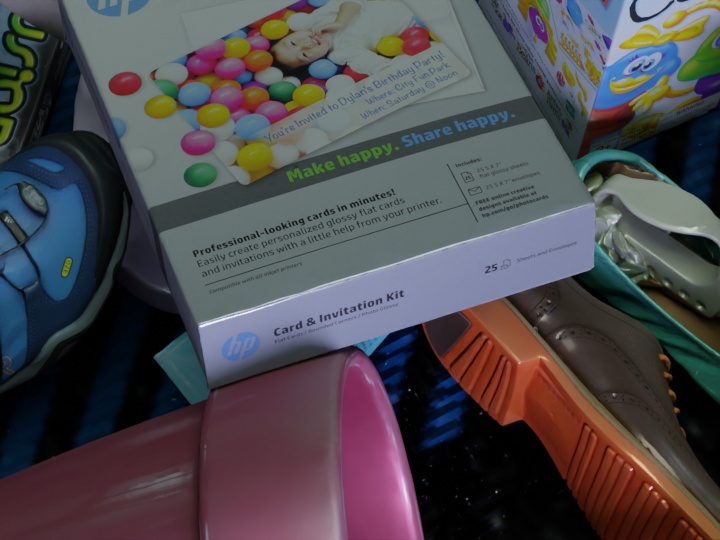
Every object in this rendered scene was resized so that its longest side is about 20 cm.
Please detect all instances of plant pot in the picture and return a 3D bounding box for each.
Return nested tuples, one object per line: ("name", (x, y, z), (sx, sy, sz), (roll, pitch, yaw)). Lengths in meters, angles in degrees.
("plant pot", (-0.071, 0.140, 0.888), (0.179, 0.200, 0.200), (-10, 64, 9))

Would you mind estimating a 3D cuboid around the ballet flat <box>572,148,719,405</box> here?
("ballet flat", (0.162, 0.015, 1.020), (0.200, 0.070, 0.067), (36, 67, 13))

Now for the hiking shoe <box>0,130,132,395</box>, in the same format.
("hiking shoe", (-0.170, 0.024, 0.944), (0.074, 0.087, 0.200), (43, 98, 13))

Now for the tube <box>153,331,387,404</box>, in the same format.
("tube", (0.000, 0.000, 1.025), (0.200, 0.050, 0.077), (-45, 109, -22))

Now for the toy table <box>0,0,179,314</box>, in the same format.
("toy table", (-0.067, -0.094, 1.033), (0.183, 0.117, 0.200), (-1, 65, -4))

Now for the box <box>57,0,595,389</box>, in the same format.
("box", (-0.018, -0.060, 0.904), (0.156, 0.041, 0.200), (-16, 49, -11))

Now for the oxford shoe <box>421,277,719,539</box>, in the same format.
("oxford shoe", (0.117, 0.062, 0.996), (0.073, 0.071, 0.200), (-34, 73, -27))

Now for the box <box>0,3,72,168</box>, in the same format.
("box", (-0.198, -0.081, 1.062), (0.110, 0.035, 0.200), (13, 64, 2))

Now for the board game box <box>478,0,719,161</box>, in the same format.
("board game box", (0.129, -0.152, 1.027), (0.103, 0.200, 0.105), (-23, 68, -14))
